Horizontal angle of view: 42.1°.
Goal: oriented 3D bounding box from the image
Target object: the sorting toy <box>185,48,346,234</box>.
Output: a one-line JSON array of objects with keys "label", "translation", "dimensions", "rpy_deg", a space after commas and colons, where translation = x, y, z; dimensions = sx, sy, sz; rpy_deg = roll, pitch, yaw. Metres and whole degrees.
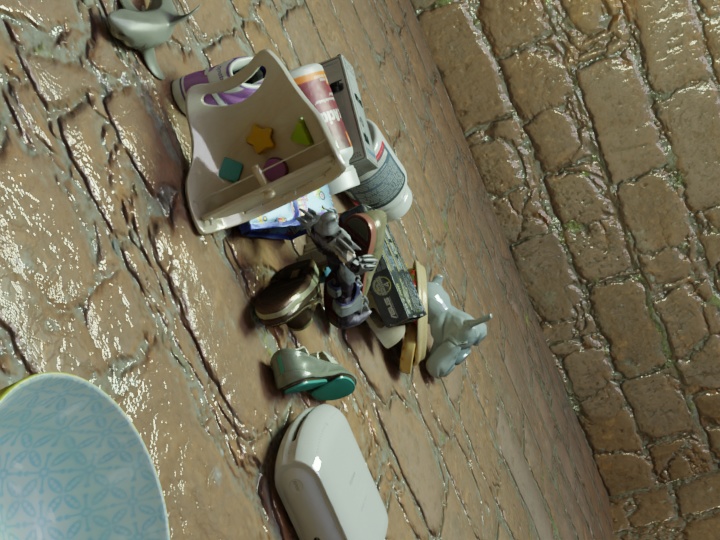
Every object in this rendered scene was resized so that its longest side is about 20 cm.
[{"label": "sorting toy", "translation": [-0.129, -0.167, 1.146], "dimensions": [0.181, 0.199, 0.107], "rpy_deg": [67, 14, 1]}]

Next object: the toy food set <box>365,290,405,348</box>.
[{"label": "toy food set", "translation": [0.013, 0.022, 1.632], "dimensions": [0.144, 0.060, 0.200], "rpy_deg": [55, 16, -36]}]

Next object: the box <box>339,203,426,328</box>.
[{"label": "box", "translation": [0.040, -0.006, 1.549], "dimensions": [0.201, 0.049, 0.161], "rpy_deg": [67, 11, 5]}]

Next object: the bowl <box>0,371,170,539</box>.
[{"label": "bowl", "translation": [-0.226, 0.176, 0.618], "dimensions": [0.200, 0.107, 0.201], "rpy_deg": [-19, 90, -73]}]

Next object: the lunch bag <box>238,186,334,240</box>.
[{"label": "lunch bag", "translation": [-0.136, -0.123, 1.291], "dimensions": [0.200, 0.094, 0.151], "rpy_deg": [-7, 80, -60]}]

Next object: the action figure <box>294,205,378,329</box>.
[{"label": "action figure", "translation": [-0.028, -0.016, 1.268], "dimensions": [0.130, 0.069, 0.200], "rpy_deg": [52, -18, 39]}]

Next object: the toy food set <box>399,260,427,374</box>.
[{"label": "toy food set", "translation": [0.094, 0.081, 1.721], "dimensions": [0.198, 0.048, 0.201], "rpy_deg": [-90, 180, -77]}]

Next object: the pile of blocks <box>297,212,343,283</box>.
[{"label": "pile of blocks", "translation": [-0.045, -0.032, 1.477], "dimensions": [0.200, 0.062, 0.082], "rpy_deg": [-79, 146, -58]}]

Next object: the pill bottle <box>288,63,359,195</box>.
[{"label": "pill bottle", "translation": [-0.079, -0.213, 1.475], "dimensions": [0.114, 0.114, 0.201], "rpy_deg": [-39, 109, -72]}]

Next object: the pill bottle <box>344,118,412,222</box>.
[{"label": "pill bottle", "translation": [0.019, -0.178, 1.737], "dimensions": [0.200, 0.119, 0.120], "rpy_deg": [50, 27, -50]}]

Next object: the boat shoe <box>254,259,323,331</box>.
[{"label": "boat shoe", "translation": [-0.085, 0.046, 1.258], "dimensions": [0.202, 0.074, 0.075], "rpy_deg": [-56, 131, -70]}]

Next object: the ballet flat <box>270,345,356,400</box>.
[{"label": "ballet flat", "translation": [-0.060, 0.134, 1.255], "dimensions": [0.064, 0.067, 0.200], "rpy_deg": [68, 15, 18]}]

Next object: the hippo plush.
[{"label": "hippo plush", "translation": [0.152, 0.111, 1.875], "dimensions": [0.161, 0.159, 0.200], "rpy_deg": [43, -5, 14]}]

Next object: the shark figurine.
[{"label": "shark figurine", "translation": [-0.240, -0.331, 1.156], "dimensions": [0.128, 0.089, 0.215], "rpy_deg": [56, 24, -44]}]

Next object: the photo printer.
[{"label": "photo printer", "translation": [-0.037, 0.275, 1.164], "dimensions": [0.166, 0.069, 0.201], "rpy_deg": [-56, 125, -69]}]

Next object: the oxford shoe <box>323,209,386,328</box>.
[{"label": "oxford shoe", "translation": [0.000, 0.000, 1.410], "dimensions": [0.070, 0.201, 0.075], "rpy_deg": [34, 34, 23]}]

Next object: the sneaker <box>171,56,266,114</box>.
[{"label": "sneaker", "translation": [-0.158, -0.239, 1.264], "dimensions": [0.073, 0.114, 0.200], "rpy_deg": [69, 16, 0]}]

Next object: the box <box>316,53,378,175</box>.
[{"label": "box", "translation": [-0.050, -0.256, 1.610], "dimensions": [0.060, 0.116, 0.201], "rpy_deg": [25, 48, -67]}]
